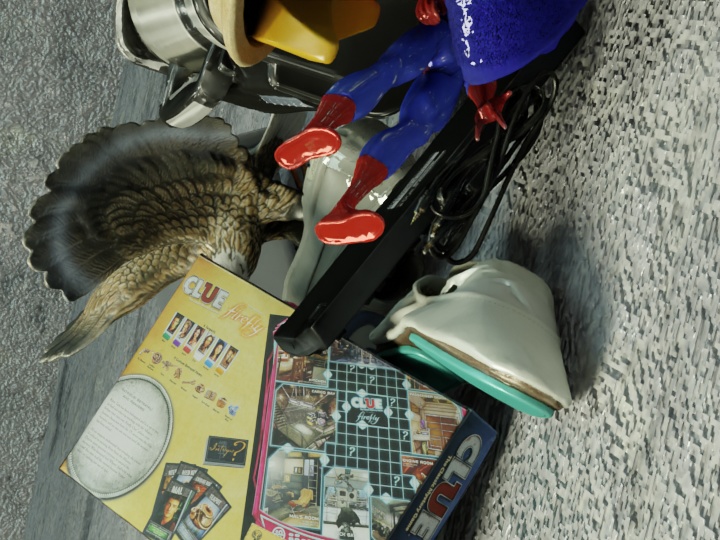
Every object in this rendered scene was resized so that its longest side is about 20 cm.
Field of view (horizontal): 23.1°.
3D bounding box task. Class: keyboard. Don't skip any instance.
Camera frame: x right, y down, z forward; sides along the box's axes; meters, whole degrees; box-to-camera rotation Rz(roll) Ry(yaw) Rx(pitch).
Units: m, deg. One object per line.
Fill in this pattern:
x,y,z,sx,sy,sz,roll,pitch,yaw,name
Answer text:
0.041,-0.031,0.825,0.200,0.040,0.104,-52,10,-9,keyboard

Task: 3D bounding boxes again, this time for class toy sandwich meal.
0.001,-0.169,0.759,0.205,0.070,0.207,23,-90,-84,toy sandwich meal

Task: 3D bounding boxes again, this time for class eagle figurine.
-0.101,-0.021,1.063,0.151,0.198,0.153,-112,19,-75,eagle figurine

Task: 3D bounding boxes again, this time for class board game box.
-0.045,0.089,0.859,0.199,0.035,0.136,29,83,40,board game box

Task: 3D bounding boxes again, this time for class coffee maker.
-0.023,-0.151,0.965,0.200,0.191,0.136,-163,67,-69,coffee maker

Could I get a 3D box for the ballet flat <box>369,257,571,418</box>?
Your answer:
0.053,0.024,0.810,0.200,0.069,0.070,178,103,-76,ballet flat

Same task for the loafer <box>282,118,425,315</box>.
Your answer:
0.000,0.000,1.001,0.070,0.070,0.201,44,152,24,loafer

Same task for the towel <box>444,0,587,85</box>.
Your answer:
0.063,-0.196,0.726,0.148,0.049,0.201,-58,-40,-50,towel

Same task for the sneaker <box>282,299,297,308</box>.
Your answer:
-0.057,0.110,0.982,0.074,0.087,0.201,-69,-29,-59,sneaker

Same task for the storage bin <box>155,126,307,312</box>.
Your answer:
-0.102,-0.025,1.322,0.200,0.144,0.135,175,79,-75,storage bin

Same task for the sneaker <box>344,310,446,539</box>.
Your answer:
0.019,0.093,0.899,0.082,0.070,0.201,-37,38,36,sneaker

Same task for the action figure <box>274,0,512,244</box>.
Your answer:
0.034,-0.091,0.771,0.051,0.066,0.200,-15,28,38,action figure
